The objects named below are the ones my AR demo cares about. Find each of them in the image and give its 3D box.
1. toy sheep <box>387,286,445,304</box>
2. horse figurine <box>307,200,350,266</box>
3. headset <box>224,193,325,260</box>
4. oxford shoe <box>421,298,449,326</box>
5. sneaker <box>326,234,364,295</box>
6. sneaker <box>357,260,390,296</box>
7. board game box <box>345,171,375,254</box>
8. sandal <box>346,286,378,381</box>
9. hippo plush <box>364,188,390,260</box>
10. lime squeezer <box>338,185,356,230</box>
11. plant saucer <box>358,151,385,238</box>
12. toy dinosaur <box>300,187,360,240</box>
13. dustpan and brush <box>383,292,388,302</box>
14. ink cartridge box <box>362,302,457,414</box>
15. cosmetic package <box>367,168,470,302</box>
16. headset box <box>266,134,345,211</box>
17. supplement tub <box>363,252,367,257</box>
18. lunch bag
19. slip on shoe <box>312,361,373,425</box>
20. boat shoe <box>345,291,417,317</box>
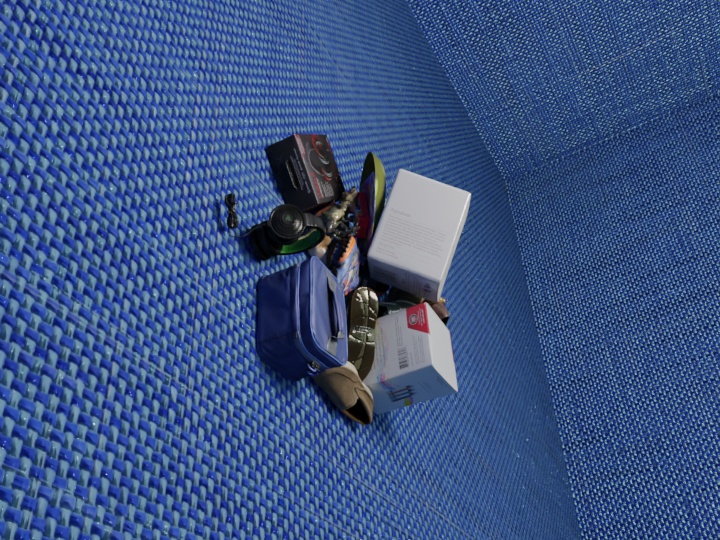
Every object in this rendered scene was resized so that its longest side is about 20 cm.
[{"bbox_3d":[0.127,0.068,1.717,0.200,0.135,0.141,33,40,-75],"label":"toy sheep"},{"bbox_3d":[-0.066,-0.037,1.536,0.131,0.049,0.206,-16,94,-42],"label":"horse figurine"},{"bbox_3d":[-0.154,-0.081,1.307,0.197,0.122,0.096,6,62,-44],"label":"headset"},{"bbox_3d":[0.146,0.159,1.644,0.070,0.204,0.073,-10,39,-32],"label":"oxford shoe"},{"bbox_3d":[-0.040,0.027,1.469,0.078,0.074,0.203,42,59,-32],"label":"sneaker"},{"bbox_3d":[0.000,0.000,1.644,0.199,0.083,0.077,39,37,-50],"label":"sneaker"},{"bbox_3d":[-0.007,-0.117,1.569,0.200,0.038,0.163,146,-53,-78],"label":"board game box"},{"bbox_3d":[-0.012,0.135,1.476,0.080,0.054,0.206,11,79,-20],"label":"sandal"},{"bbox_3d":[0.087,-0.088,1.833,0.201,0.154,0.165,68,21,-70],"label":"hippo plush"},{"bbox_3d":[-0.049,-0.099,1.638,0.201,0.037,0.072,-56,167,-41],"label":"lime squeezer"},{"bbox_3d":[0.025,-0.154,1.604,0.200,0.030,0.206,-176,-90,-79],"label":"plant saucer"},{"bbox_3d":[-0.057,-0.093,1.477,0.199,0.087,0.048,-39,142,-33],"label":"toy dinosaur"},{"bbox_3d":[0.076,0.139,1.740,0.140,0.057,0.203,45,17,-52],"label":"dustpan and brush"},{"bbox_3d":[0.081,0.187,1.530,0.145,0.196,0.148,46,32,-49],"label":"ink cartridge box"},{"bbox_3d":[0.122,-0.071,1.555,0.168,0.162,0.204,75,35,-74],"label":"cosmetic package"},{"bbox_3d":[-0.113,-0.205,1.559,0.152,0.073,0.199,71,21,-2],"label":"headset box"},{"bbox_3d":[0.106,-0.063,1.720,0.195,0.124,0.125,10,50,-14],"label":"supplement tub"},{"bbox_3d":[-0.092,0.088,1.281,0.136,0.130,0.204,43,34,-49],"label":"lunch bag"},{"bbox_3d":[-0.029,0.232,1.396,0.201,0.074,0.062,56,17,-49],"label":"slip on shoe"},{"bbox_3d":[0.055,0.100,1.577,0.062,0.195,0.075,-75,180,-67],"label":"boat shoe"}]
